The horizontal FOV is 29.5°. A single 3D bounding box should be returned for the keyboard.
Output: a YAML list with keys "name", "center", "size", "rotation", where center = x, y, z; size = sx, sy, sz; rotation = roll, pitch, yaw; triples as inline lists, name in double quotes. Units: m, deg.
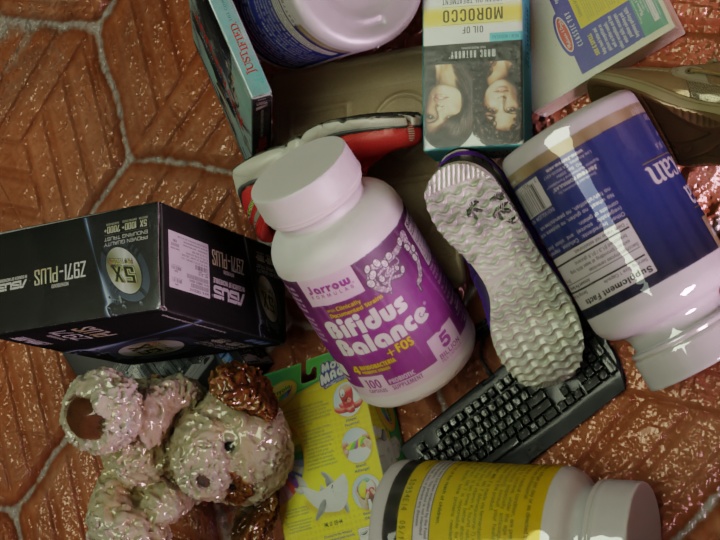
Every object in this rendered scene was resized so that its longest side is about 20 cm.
- name: "keyboard"
  center: [0.109, 0.095, 1.103]
  size: [0.200, 0.021, 0.127]
  rotation: [-41, 66, 22]

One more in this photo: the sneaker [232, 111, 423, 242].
- name: "sneaker"
  center: [-0.019, -0.075, 1.125]
  size: [0.200, 0.077, 0.085]
  rotation: [-21, 84, 41]

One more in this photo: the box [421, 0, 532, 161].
- name: "box"
  center: [0.091, -0.190, 1.080]
  size: [0.082, 0.049, 0.201]
  rotation: [-2, 84, 15]

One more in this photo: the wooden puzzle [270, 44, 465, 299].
- name: "wooden puzzle"
  center: [0.009, -0.080, 1.170]
  size: [0.185, 0.046, 0.201]
  rotation: [-5, 88, 32]

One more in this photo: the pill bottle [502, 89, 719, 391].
- name: "pill bottle"
  center: [0.197, -0.019, 0.992]
  size: [0.111, 0.111, 0.201]
  rotation: [-31, 86, 26]

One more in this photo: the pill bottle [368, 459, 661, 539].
- name: "pill bottle"
  center: [0.117, 0.202, 1.029]
  size: [0.199, 0.114, 0.115]
  rotation: [-2, 84, 28]

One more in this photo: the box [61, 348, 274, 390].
- name: "box"
  center: [-0.193, 0.066, 1.279]
  size: [0.158, 0.050, 0.200]
  rotation: [-47, 64, 19]

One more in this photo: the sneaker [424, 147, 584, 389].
- name: "sneaker"
  center: [0.116, -0.010, 1.049]
  size: [0.069, 0.100, 0.201]
  rotation: [-22, 109, 15]

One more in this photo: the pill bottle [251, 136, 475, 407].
- name: "pill bottle"
  center: [0.000, 0.000, 1.062]
  size: [0.112, 0.112, 0.200]
  rotation: [-17, 120, 30]

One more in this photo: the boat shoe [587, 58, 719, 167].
- name: "boat shoe"
  center: [0.259, -0.118, 1.006]
  size: [0.200, 0.071, 0.065]
  rotation: [24, 64, 40]

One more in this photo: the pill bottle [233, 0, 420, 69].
- name: "pill bottle"
  center: [-0.042, -0.229, 1.126]
  size: [0.200, 0.119, 0.120]
  rotation: [-178, 94, -65]

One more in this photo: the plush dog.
- name: "plush dog"
  center: [-0.137, 0.148, 1.152]
  size: [0.171, 0.161, 0.201]
  rotation: [5, 119, 16]

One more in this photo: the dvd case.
- name: "dvd case"
  center: [-0.112, -0.176, 1.170]
  size: [0.022, 0.200, 0.147]
  rotation: [-22, 80, -8]

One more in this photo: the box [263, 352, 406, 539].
- name: "box"
  center: [-0.018, 0.172, 1.161]
  size: [0.117, 0.048, 0.201]
  rotation: [-20, 77, 31]

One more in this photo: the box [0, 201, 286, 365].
- name: "box"
  center: [-0.178, 0.017, 1.127]
  size: [0.163, 0.200, 0.087]
  rotation: [-9, 76, 23]

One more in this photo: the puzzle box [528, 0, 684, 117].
- name: "puzzle box"
  center: [0.160, -0.241, 1.097]
  size: [0.133, 0.025, 0.201]
  rotation: [-29, 71, 27]
